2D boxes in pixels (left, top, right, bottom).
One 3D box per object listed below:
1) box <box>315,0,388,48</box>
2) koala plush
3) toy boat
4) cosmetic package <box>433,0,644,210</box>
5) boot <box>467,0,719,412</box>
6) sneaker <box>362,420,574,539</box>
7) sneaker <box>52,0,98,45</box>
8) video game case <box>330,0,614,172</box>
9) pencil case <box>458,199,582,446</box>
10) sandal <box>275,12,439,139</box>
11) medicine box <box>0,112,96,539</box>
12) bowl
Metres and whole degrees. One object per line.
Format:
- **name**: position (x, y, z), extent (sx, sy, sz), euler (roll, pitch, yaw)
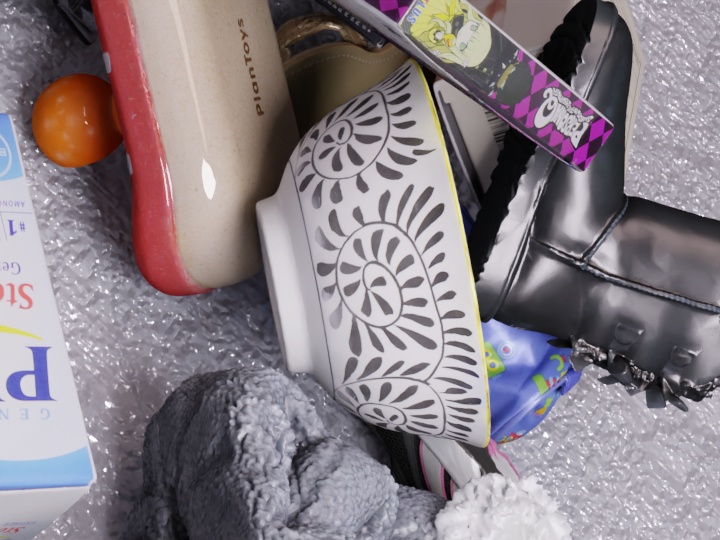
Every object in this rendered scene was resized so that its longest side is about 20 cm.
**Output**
- **box**: position (-0.019, -0.242, 1.508), extent (0.200, 0.106, 0.122), euler (38, 35, 12)
- **koala plush**: position (-0.005, 0.146, 1.275), extent (0.199, 0.178, 0.185), euler (14, 45, -28)
- **toy boat**: position (-0.114, -0.084, 1.365), extent (0.130, 0.130, 0.201), euler (-19, 97, -67)
- **cosmetic package**: position (0.109, -0.118, 1.529), extent (0.200, 0.087, 0.104), euler (-67, 138, -63)
- **boot**: position (0.153, -0.031, 1.406), extent (0.162, 0.073, 0.199), euler (20, 95, -14)
- **sneaker**: position (0.051, 0.142, 1.386), extent (0.200, 0.086, 0.080), euler (50, 10, 28)
- **sneaker**: position (-0.182, -0.174, 1.396), extent (0.114, 0.075, 0.200), euler (52, 41, 4)
- **video game case**: position (0.015, -0.139, 1.318), extent (0.200, 0.036, 0.181), euler (38, 3, 41)
- **pencil case**: position (0.047, 0.003, 1.464), extent (0.201, 0.087, 0.078), euler (55, 32, 1)
- **sandal**: position (-0.022, -0.117, 1.515), extent (0.069, 0.078, 0.211), euler (34, 29, 27)
- **medicine box**: position (-0.241, 0.030, 1.200), extent (0.181, 0.103, 0.201), euler (1, 62, -38)
- **bowl**: position (0.000, 0.000, 1.306), extent (0.094, 0.201, 0.202), euler (-11, 66, -5)
